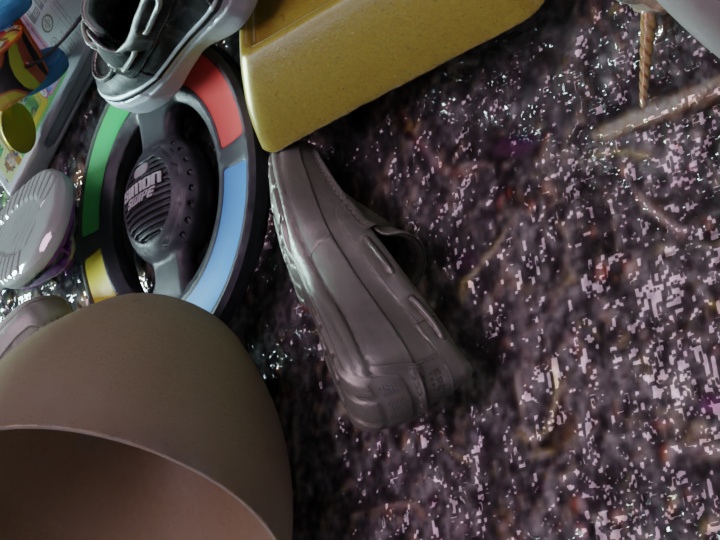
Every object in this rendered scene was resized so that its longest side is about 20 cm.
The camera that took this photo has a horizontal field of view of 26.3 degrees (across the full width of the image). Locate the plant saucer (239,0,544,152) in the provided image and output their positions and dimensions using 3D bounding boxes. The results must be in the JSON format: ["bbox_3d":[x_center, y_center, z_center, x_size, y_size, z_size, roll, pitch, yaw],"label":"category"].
[{"bbox_3d":[-0.001,-0.191,0.827,0.200,0.048,0.201,-24,58,35],"label":"plant saucer"}]

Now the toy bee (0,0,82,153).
[{"bbox_3d":[-0.246,-0.140,1.007,0.131,0.109,0.200,51,149,-11],"label":"toy bee"}]

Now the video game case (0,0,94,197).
[{"bbox_3d":[-0.247,-0.181,1.119,0.200,0.022,0.182,49,117,37],"label":"video game case"}]

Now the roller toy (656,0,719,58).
[{"bbox_3d":[0.170,-0.154,0.584,0.140,0.200,0.183,-45,43,31],"label":"roller toy"}]

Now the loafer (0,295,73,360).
[{"bbox_3d":[-0.228,0.109,1.014,0.070,0.070,0.200,40,118,31],"label":"loafer"}]

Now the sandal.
[{"bbox_3d":[-0.213,-0.018,1.028,0.203,0.050,0.083,-10,60,64],"label":"sandal"}]

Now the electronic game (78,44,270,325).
[{"bbox_3d":[-0.118,-0.042,0.941,0.200,0.042,0.201,-10,77,51],"label":"electronic game"}]

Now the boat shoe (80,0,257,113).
[{"bbox_3d":[-0.124,-0.147,0.875,0.200,0.071,0.072,-29,56,59],"label":"boat shoe"}]

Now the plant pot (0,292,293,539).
[{"bbox_3d":[-0.124,0.092,0.853,0.200,0.200,0.135,-27,35,39],"label":"plant pot"}]

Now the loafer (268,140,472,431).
[{"bbox_3d":[0.000,0.000,0.817,0.070,0.070,0.200,80,169,-49],"label":"loafer"}]

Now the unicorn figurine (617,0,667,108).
[{"bbox_3d":[0.086,-0.193,0.708,0.074,0.137,0.200,-37,55,21],"label":"unicorn figurine"}]
